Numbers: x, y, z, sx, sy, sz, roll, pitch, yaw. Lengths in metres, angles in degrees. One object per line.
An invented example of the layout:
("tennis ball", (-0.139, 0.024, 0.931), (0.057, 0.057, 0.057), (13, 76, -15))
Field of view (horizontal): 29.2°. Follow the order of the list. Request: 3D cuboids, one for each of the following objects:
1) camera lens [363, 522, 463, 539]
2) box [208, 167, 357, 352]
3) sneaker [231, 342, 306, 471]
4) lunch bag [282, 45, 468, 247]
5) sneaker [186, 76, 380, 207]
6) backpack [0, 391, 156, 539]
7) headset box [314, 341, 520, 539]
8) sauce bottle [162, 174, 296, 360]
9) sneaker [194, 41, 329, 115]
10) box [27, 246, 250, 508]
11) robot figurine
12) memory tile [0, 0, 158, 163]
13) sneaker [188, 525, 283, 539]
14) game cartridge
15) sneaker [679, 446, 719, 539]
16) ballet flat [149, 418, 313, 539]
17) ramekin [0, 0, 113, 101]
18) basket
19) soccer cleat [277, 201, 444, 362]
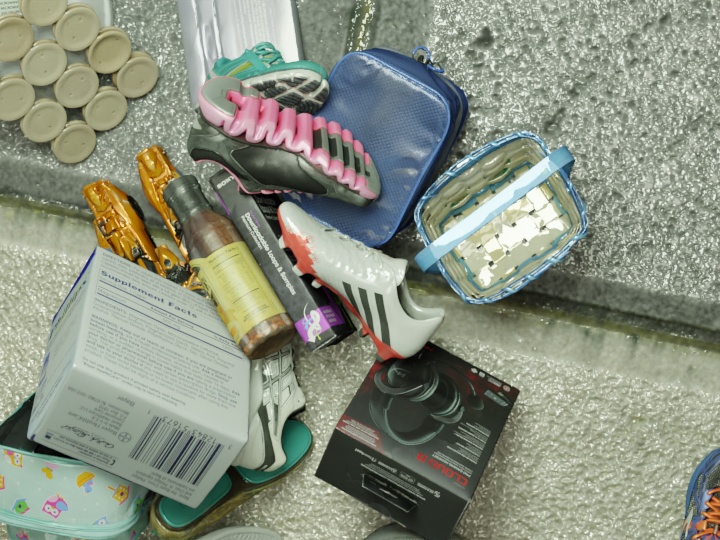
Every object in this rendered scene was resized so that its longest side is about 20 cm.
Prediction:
("camera lens", (0.048, 0.339, 1.362), (0.157, 0.200, 0.163), (0, 89, 7))
("box", (-0.076, -0.014, 1.412), (0.036, 0.143, 0.201), (-33, 86, 7))
("sneaker", (-0.094, 0.114, 1.442), (0.087, 0.076, 0.202), (23, 67, -18))
("lunch bag", (0.021, -0.136, 1.408), (0.135, 0.132, 0.202), (31, 105, 6))
("sneaker", (-0.077, -0.105, 1.323), (0.198, 0.079, 0.096), (26, 124, -12))
("backpack", (-0.290, 0.207, 1.402), (0.173, 0.200, 0.156), (11, 95, 5))
("headset box", (0.056, 0.166, 1.365), (0.148, 0.200, 0.078), (28, 127, 7))
("sauce bottle", (-0.137, -0.006, 1.395), (0.066, 0.066, 0.201), (-34, 70, 5))
("sneaker", (-0.102, -0.192, 1.379), (0.077, 0.199, 0.081), (25, 76, -36))
("box", (-0.210, 0.102, 1.350), (0.182, 0.201, 0.105), (27, 119, -19))
("robot figurine", (-0.208, -0.022, 1.469), (0.144, 0.058, 0.202), (-31, 86, 7))
("memory tile", (-0.312, -0.204, 1.428), (0.153, 0.200, 0.017), (-46, 51, 6))
("sneaker", (-0.184, 0.307, 1.455), (0.198, 0.118, 0.075), (-10, 95, -30))
("game cartridge", (-0.127, -0.248, 1.479), (0.128, 0.038, 0.203), (-8, 88, 2))
("sneaker", (0.355, 0.274, 1.391), (0.074, 0.078, 0.203), (17, 91, 6))
("ballet flat", (-0.137, 0.219, 1.442), (0.199, 0.071, 0.071), (-30, 85, -31))
("ramekin", (-0.371, -0.271, 1.475), (0.199, 0.094, 0.206), (0, 89, 6))
("basket", (0.134, -0.050, 1.359), (0.175, 0.200, 0.140), (-34, 86, 3))
("soccer cleat", (0.000, 0.000, 1.347), (0.085, 0.069, 0.200), (-37, 101, 21))
